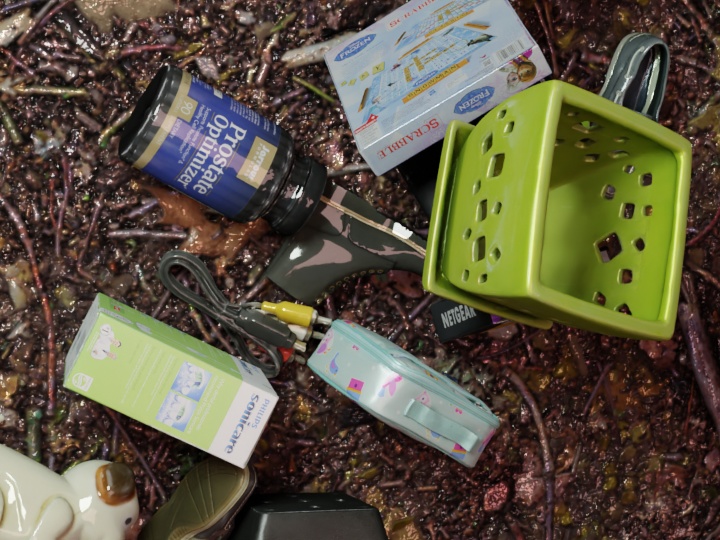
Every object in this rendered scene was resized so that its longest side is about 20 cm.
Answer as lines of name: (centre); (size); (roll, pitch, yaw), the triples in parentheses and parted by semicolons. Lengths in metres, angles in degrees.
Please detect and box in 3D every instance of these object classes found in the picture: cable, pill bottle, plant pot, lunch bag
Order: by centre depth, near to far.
plant pot: (0.174, -0.046, 1.231); (0.199, 0.181, 0.201); (17, 78, -35)
pill bottle: (-0.139, -0.118, 1.356); (0.200, 0.112, 0.112); (28, 90, -20)
lunch bag: (0.054, 0.134, 1.424); (0.200, 0.160, 0.077); (31, 88, -38)
plant pot: (-0.065, 0.338, 1.430); (0.199, 0.199, 0.178); (1, 88, -18)
cable: (-0.135, 0.047, 1.434); (0.200, 0.050, 0.097); (29, 120, -7)

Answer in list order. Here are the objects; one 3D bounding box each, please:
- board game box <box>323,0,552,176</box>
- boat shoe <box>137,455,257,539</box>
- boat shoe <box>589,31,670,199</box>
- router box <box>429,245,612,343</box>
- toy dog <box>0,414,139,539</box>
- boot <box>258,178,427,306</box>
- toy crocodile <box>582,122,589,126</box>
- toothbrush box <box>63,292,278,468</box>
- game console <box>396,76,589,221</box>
board game box: (0.072, -0.210, 1.334); (0.200, 0.200, 0.041); (-30, 129, 10)
boat shoe: (-0.168, 0.265, 1.413); (0.066, 0.072, 0.201); (20, 127, -38)
boat shoe: (0.309, -0.177, 1.517); (0.073, 0.062, 0.201); (14, 95, -20)
router box: (0.175, 0.029, 1.438); (0.149, 0.200, 0.051); (-15, 84, -14)
toy dog: (-0.331, 0.249, 1.360); (0.199, 0.194, 0.140); (4, 140, -19)
boot: (0.000, 0.000, 1.450); (0.200, 0.077, 0.139); (31, 93, -7)
toy crocodile: (0.173, -0.147, 1.484); (0.199, 0.062, 0.068); (-22, 123, -16)
toothbrush box: (-0.197, 0.110, 1.349); (0.199, 0.146, 0.086); (25, 91, -14)
game console: (0.129, -0.158, 1.428); (0.175, 0.116, 0.200); (-11, 62, -40)
